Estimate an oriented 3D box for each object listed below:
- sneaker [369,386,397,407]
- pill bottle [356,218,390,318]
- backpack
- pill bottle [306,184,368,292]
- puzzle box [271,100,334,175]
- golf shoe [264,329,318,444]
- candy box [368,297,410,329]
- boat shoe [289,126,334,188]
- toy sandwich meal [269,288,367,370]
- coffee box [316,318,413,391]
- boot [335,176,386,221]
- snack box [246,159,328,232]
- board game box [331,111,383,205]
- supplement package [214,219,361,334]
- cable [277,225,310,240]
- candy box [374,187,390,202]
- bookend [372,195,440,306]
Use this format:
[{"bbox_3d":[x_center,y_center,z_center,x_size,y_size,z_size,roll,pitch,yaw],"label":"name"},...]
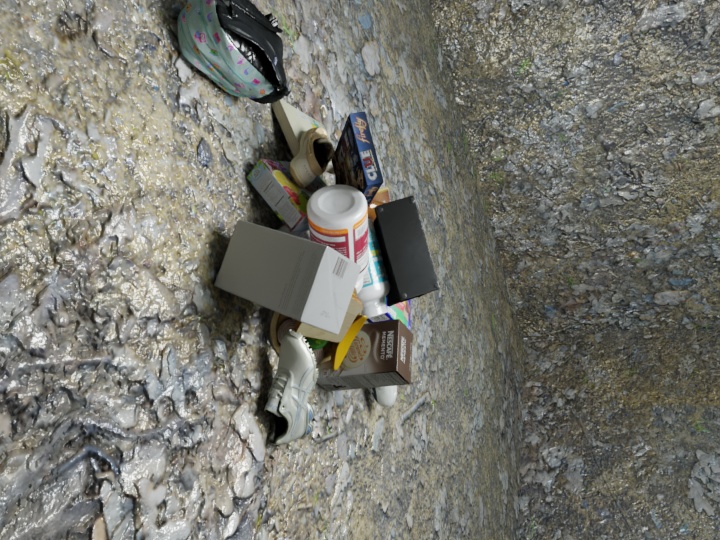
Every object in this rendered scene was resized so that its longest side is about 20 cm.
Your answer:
[{"bbox_3d":[0.030,0.233,1.327,0.129,0.077,0.206,-2,82,-76],"label":"sneaker"},{"bbox_3d":[0.000,0.000,1.207,0.110,0.108,0.206,-9,83,-65],"label":"pill bottle"},{"bbox_3d":[-0.221,-0.397,0.985,0.199,0.124,0.172,23,49,-61],"label":"backpack"},{"bbox_3d":[-0.039,-0.048,1.058,0.115,0.109,0.204,-74,167,-45],"label":"pill bottle"},{"bbox_3d":[-0.112,-0.291,1.253,0.199,0.025,0.136,9,54,-64],"label":"puzzle box"},{"bbox_3d":[-0.128,0.212,0.990,0.096,0.077,0.207,-17,109,-52],"label":"golf shoe"},{"bbox_3d":[0.077,0.055,1.530,0.169,0.075,0.206,43,42,-53],"label":"candy box"},{"bbox_3d":[-0.084,-0.237,1.128,0.074,0.068,0.203,55,27,-30],"label":"boat shoe"},{"bbox_3d":[-0.073,0.105,1.044,0.208,0.202,0.071,60,-4,-36],"label":"toy sandwich meal"},{"bbox_3d":[0.006,0.179,1.174,0.080,0.195,0.117,47,39,-49],"label":"coffee box"},{"bbox_3d":[0.026,-0.166,1.311,0.196,0.192,0.069,18,17,-28],"label":"boot"},{"bbox_3d":[-0.120,-0.152,1.126,0.143,0.053,0.199,51,22,10],"label":"snack box"},{"bbox_3d":[-0.010,-0.195,1.086,0.200,0.034,0.140,131,-54,-72],"label":"board game box"},{"bbox_3d":[-0.121,0.009,0.927,0.121,0.196,0.123,29,79,-58],"label":"supplement package"},{"bbox_3d":[-0.116,0.004,1.127,0.200,0.067,0.205,-51,127,-59],"label":"cable"},{"bbox_3d":[0.030,-0.099,1.427,0.056,0.113,0.207,161,-80,-85],"label":"candy box"},{"bbox_3d":[0.088,-0.034,1.253,0.200,0.089,0.205,123,-49,-81],"label":"bookend"}]
